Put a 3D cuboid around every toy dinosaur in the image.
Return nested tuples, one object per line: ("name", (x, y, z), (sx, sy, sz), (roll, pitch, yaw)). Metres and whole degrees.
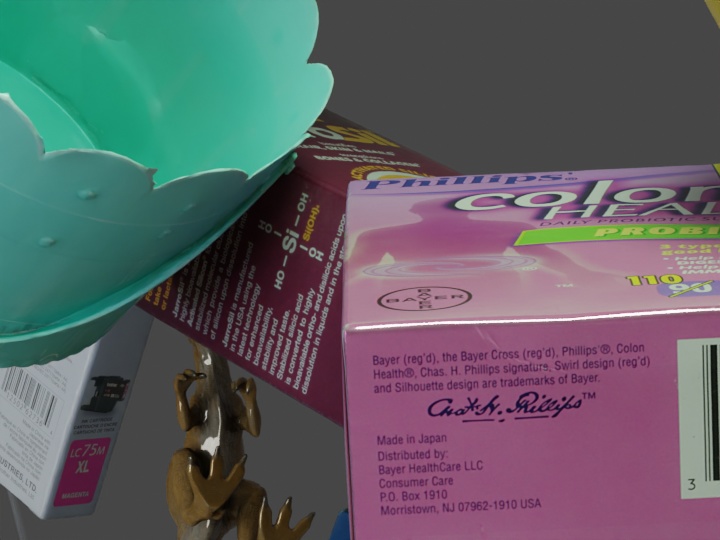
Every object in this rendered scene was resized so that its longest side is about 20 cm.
("toy dinosaur", (-0.067, 0.107, 1.242), (0.106, 0.060, 0.200), (-165, 85, -69))

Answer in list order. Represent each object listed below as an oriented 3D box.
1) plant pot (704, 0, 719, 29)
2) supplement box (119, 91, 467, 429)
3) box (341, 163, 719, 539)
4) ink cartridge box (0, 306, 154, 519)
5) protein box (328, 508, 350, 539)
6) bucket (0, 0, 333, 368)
("plant pot", (0.228, -0.067, 0.853), (0.201, 0.201, 0.189), (-32, 84, 40))
("supplement box", (0.000, 0.000, 1.124), (0.200, 0.110, 0.086), (28, 108, 42))
("box", (0.084, 0.033, 0.916), (0.176, 0.200, 0.097), (-2, 103, 1))
("ink cartridge box", (-0.145, 0.002, 1.320), (0.119, 0.042, 0.200), (33, 116, 39))
("protein box", (0.064, 0.220, 1.040), (0.199, 0.135, 0.200), (38, 115, 38))
("bucket", (-0.130, -0.072, 1.047), (0.135, 0.207, 0.207), (-50, 57, 37))
